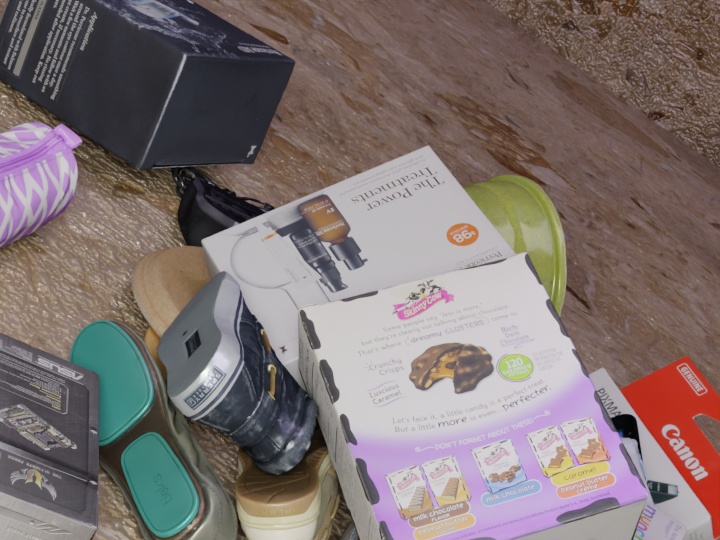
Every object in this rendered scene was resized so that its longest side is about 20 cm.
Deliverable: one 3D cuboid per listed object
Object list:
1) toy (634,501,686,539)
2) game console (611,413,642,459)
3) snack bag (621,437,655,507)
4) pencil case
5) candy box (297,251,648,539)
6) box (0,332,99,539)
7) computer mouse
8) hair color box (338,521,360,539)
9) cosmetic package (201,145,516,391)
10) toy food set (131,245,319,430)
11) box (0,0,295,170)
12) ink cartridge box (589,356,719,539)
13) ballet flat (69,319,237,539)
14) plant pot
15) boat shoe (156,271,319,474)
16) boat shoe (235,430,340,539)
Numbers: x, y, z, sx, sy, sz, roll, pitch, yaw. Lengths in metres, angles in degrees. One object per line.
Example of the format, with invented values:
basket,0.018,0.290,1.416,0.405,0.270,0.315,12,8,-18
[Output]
toy,0.133,0.138,1.018,0.199,0.047,0.115,33,37,10
game console,0.122,0.155,1.176,0.170,0.119,0.200,32,21,-7
snack bag,0.137,0.174,1.034,0.198,0.021,0.189,12,38,-21
pencil case,-0.276,-0.055,1.074,0.084,0.086,0.200,37,20,1
candy box,0.065,0.101,0.961,0.166,0.072,0.201,-13,54,-13
box,-0.250,0.084,0.869,0.199,0.048,0.159,25,24,-23
computer mouse,-0.115,-0.033,1.319,0.138,0.053,0.200,28,8,-11
hair color box,0.067,0.243,0.986,0.199,0.061,0.100,34,21,0
cosmetic package,0.000,0.000,1.116,0.199,0.052,0.151,-24,49,-13
toy food set,-0.094,0.055,1.163,0.197,0.049,0.200,20,26,-35
box,-0.202,-0.191,1.388,0.199,0.118,0.196,33,19,20
ink cartridge box,0.257,0.161,1.310,0.200,0.172,0.044,60,-5,48
ballet flat,-0.138,0.116,0.972,0.200,0.067,0.064,55,2,41
plant pot,0.052,0.002,1.335,0.183,0.201,0.201,7,33,-29
boat shoe,-0.083,0.071,1.004,0.091,0.071,0.200,43,9,-16
boat shoe,-0.047,0.154,1.004,0.071,0.066,0.200,-3,9,2
